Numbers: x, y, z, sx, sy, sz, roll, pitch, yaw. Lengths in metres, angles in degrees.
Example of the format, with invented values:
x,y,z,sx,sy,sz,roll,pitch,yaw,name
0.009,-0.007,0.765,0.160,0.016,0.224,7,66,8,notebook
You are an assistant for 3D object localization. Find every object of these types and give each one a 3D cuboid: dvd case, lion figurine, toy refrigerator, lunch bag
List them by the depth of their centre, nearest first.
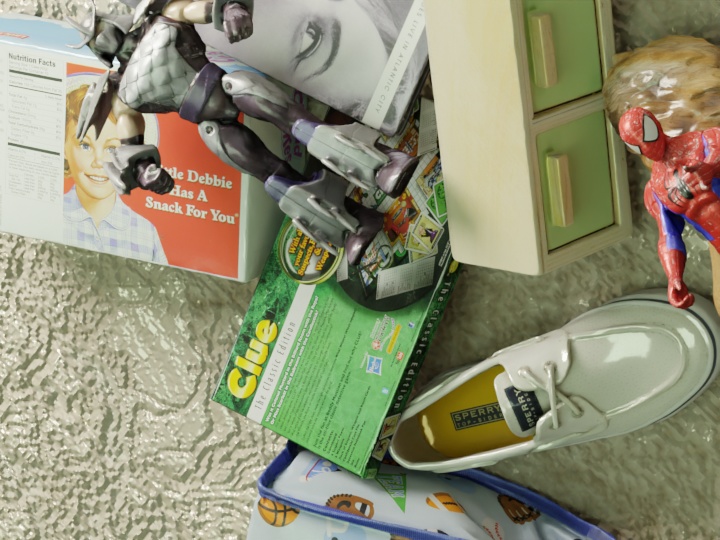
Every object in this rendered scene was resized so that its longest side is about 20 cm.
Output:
x,y,z,sx,sy,sz,roll,pitch,yaw,name
0.197,-0.025,1.486,0.122,0.072,0.200,-13,91,18,lion figurine
0.085,-0.105,1.511,0.070,0.076,0.200,11,114,45,toy refrigerator
-0.035,-0.179,1.583,0.200,0.016,0.149,27,100,19,dvd case
0.032,0.197,1.628,0.200,0.124,0.170,16,113,8,lunch bag

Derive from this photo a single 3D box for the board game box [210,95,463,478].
x,y,z,sx,sy,sz,roll,pitch,yaw,name
0.000,0.000,1.601,0.105,0.023,0.200,26,99,24,board game box

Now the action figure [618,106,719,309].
x,y,z,sx,sy,sz,roll,pitch,yaw,name
0.189,0.003,1.419,0.200,0.099,0.065,47,118,2,action figure

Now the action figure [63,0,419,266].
x,y,z,sx,sy,sz,roll,pitch,yaw,name
-0.069,-0.084,1.550,0.200,0.069,0.130,31,114,4,action figure

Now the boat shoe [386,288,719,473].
x,y,z,sx,sy,sz,roll,pitch,yaw,name
0.099,0.065,1.574,0.200,0.070,0.071,-17,96,33,boat shoe

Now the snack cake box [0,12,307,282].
x,y,z,sx,sy,sz,roll,pitch,yaw,name
-0.132,-0.071,1.665,0.200,0.067,0.115,12,109,26,snack cake box
